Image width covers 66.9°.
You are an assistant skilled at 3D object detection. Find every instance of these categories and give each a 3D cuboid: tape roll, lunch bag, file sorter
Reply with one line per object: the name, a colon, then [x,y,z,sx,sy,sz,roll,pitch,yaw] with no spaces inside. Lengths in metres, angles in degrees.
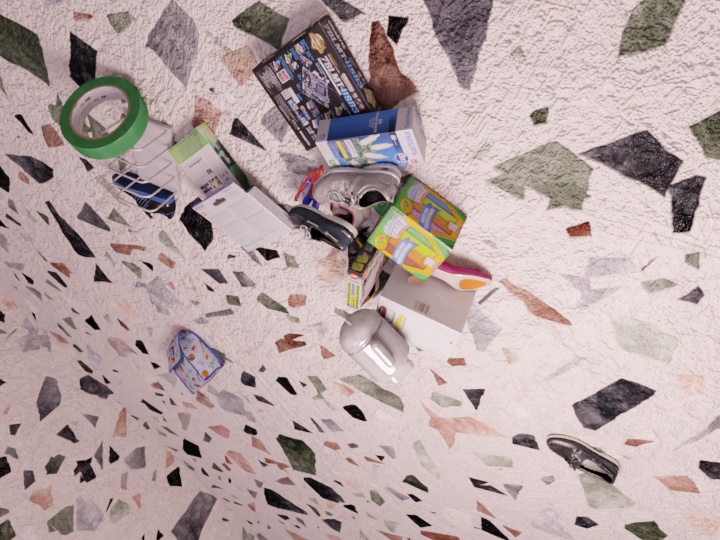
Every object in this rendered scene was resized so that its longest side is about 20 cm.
tape roll: [-0.605,-0.362,1.291,0.197,0.203,0.048,20,164,14]
lunch bag: [-0.618,0.326,1.983,0.201,0.124,0.170,51,136,1]
file sorter: [-0.563,-0.273,1.402,0.137,0.125,0.202,21,137,13]

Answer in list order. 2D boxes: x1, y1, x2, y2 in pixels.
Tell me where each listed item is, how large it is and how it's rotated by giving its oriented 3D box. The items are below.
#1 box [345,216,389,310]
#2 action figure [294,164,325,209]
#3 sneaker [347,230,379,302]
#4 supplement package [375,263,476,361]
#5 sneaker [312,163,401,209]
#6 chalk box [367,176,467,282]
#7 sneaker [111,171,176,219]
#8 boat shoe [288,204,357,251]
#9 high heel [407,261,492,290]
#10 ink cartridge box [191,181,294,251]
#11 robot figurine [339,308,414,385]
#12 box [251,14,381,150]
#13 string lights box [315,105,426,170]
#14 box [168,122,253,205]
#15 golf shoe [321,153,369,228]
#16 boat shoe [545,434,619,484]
box: [0.024,-0.020,1.222,0.034,0.201,0.111,18,135,15]
action figure: [-0.120,-0.154,1.268,0.064,0.100,0.201,28,135,3]
sneaker: [0.000,0.000,1.335,0.069,0.091,0.203,9,133,23]
supplement package: [0.149,0.084,1.273,0.197,0.157,0.112,24,138,9]
sneaker: [-0.016,-0.162,1.104,0.197,0.083,0.075,-8,149,29]
chalk box: [0.103,-0.100,1.158,0.198,0.125,0.125,34,137,-2]
sneaker: [-0.607,-0.207,1.528,0.197,0.070,0.079,24,132,10]
boat shoe: [-0.095,-0.091,1.210,0.198,0.062,0.075,23,160,31]
high heel: [0.201,-0.010,1.251,0.195,0.097,0.068,1,145,4]
ink cartridge box: [-0.296,-0.143,1.387,0.194,0.044,0.200,-17,133,40]
robot figurine: [0.031,0.166,1.219,0.200,0.113,0.169,45,173,-16]
box: [-0.088,-0.364,1.089,0.196,0.050,0.201,-17,120,37]
string lights box: [0.022,-0.254,1.072,0.196,0.060,0.103,-2,152,22]
box: [-0.374,-0.254,1.372,0.143,0.037,0.201,-17,119,40]
golf shoe: [-0.040,-0.175,1.202,0.074,0.092,0.202,-3,125,34]
boat shoe: [0.591,0.510,1.460,0.197,0.066,0.075,26,138,8]
